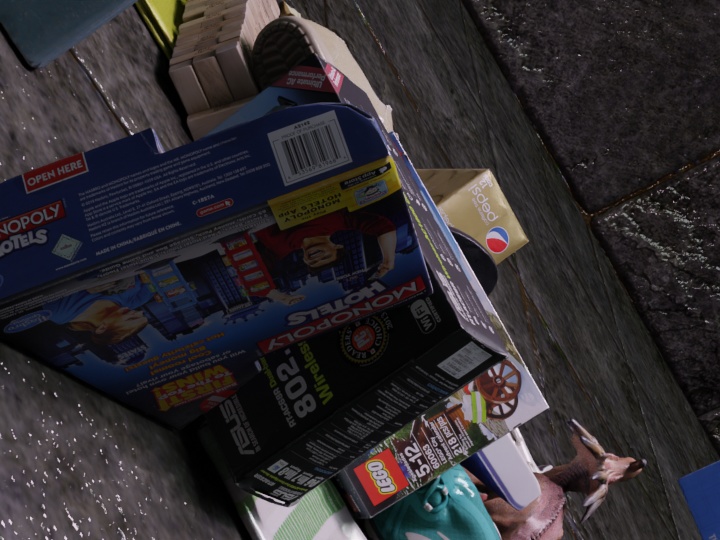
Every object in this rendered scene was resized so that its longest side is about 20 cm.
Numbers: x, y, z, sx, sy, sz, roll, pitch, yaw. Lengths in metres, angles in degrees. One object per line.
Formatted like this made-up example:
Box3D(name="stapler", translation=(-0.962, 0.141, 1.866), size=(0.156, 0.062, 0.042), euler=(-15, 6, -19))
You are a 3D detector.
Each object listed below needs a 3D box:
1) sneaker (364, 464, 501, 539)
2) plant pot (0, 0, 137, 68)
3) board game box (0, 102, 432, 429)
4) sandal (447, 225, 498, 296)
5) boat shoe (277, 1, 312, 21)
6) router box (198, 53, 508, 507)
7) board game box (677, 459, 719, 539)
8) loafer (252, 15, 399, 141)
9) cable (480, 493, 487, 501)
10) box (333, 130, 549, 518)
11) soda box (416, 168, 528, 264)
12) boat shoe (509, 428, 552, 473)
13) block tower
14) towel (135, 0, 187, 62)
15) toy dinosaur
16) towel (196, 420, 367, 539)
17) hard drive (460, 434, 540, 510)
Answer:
Box3D(name="sneaker", translation=(0.028, 0.120, 1.220), size=(0.200, 0.077, 0.080), euler=(58, -19, 21))
Box3D(name="plant pot", translation=(-0.139, -0.267, 1.083), size=(0.196, 0.200, 0.196), euler=(59, 13, -17))
Box3D(name="board game box", translation=(-0.072, 0.002, 0.913), size=(0.200, 0.200, 0.062), euler=(71, 0, -65))
Box3D(name="sandal", translation=(-0.001, 0.001, 1.222), size=(0.200, 0.075, 0.048), euler=(12, 26, -22))
Box3D(name="boat shoe", translation=(-0.041, -0.154, 1.429), size=(0.066, 0.072, 0.201), euler=(22, 16, -14))
Box3D(name="router box", translation=(-0.032, 0.003, 1.023), size=(0.062, 0.150, 0.200), euler=(31, 27, -56))
Box3D(name="board game box", translation=(0.267, 0.217, 1.167), size=(0.200, 0.045, 0.152), euler=(47, 19, -56))
Box3D(name="loafer", translation=(-0.005, -0.082, 1.285), size=(0.068, 0.076, 0.200), euler=(-26, 97, -53))
Box3D(name="cable", translation=(0.119, 0.232, 1.450), size=(0.200, 0.050, 0.097), euler=(61, 7, -4))
Box3D(name="box", translation=(0.009, 0.033, 1.169), size=(0.200, 0.136, 0.038), euler=(60, -17, 0))
Box3D(name="soda box", translation=(0.039, -0.033, 1.416), size=(0.064, 0.068, 0.200), euler=(60, -20, -15))
Box3D(name="boat shoe", translation=(0.131, 0.181, 1.534), size=(0.200, 0.066, 0.072), euler=(59, -19, 2))
Box3D(name="block tower", translation=(-0.095, -0.166, 1.350), size=(0.200, 0.054, 0.058), euler=(-90, 160, -58))
Box3D(name="towel", translation=(-0.139, -0.214, 1.396), size=(0.086, 0.018, 0.200), euler=(59, 13, -16))
Box3D(name="toy dinosaur", translation=(0.119, 0.173, 1.333), size=(0.086, 0.135, 0.200), euler=(64, 31, -22))
Box3D(name="towel", translation=(-0.024, 0.159, 1.086), size=(0.200, 0.023, 0.153), euler=(63, 13, -4))
Box3D(name="hard drive", translation=(0.044, 0.081, 1.331), size=(0.132, 0.025, 0.200), euler=(57, -11, -26))
